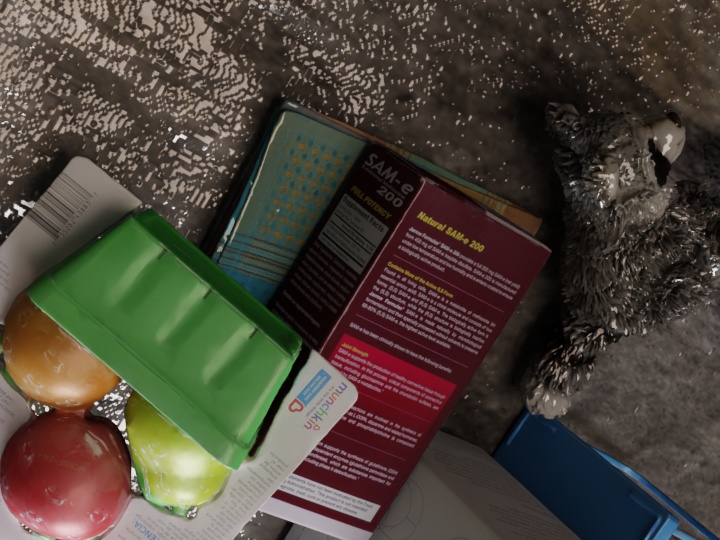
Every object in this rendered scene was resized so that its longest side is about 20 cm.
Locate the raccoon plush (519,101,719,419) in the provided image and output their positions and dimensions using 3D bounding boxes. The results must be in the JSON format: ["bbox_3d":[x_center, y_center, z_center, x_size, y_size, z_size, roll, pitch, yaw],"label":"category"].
[{"bbox_3d":[0.130,-0.002,0.917,0.134,0.097,0.200,20,100,-41],"label":"raccoon plush"}]

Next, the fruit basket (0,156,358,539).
[{"bbox_3d":[-0.132,0.074,0.800,0.185,0.094,0.200,40,103,-3],"label":"fruit basket"}]

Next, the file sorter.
[{"bbox_3d":[0.126,0.217,1.004,0.123,0.139,0.200,31,96,-39],"label":"file sorter"}]

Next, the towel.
[{"bbox_3d":[0.000,0.000,0.901,0.200,0.022,0.147,20,103,-37],"label":"towel"}]

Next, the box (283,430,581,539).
[{"bbox_3d":[0.050,0.198,0.909,0.106,0.200,0.152,25,100,-39],"label":"box"}]

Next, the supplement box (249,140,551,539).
[{"bbox_3d":[0.004,0.043,0.873,0.109,0.061,0.200,27,99,-39],"label":"supplement box"}]
